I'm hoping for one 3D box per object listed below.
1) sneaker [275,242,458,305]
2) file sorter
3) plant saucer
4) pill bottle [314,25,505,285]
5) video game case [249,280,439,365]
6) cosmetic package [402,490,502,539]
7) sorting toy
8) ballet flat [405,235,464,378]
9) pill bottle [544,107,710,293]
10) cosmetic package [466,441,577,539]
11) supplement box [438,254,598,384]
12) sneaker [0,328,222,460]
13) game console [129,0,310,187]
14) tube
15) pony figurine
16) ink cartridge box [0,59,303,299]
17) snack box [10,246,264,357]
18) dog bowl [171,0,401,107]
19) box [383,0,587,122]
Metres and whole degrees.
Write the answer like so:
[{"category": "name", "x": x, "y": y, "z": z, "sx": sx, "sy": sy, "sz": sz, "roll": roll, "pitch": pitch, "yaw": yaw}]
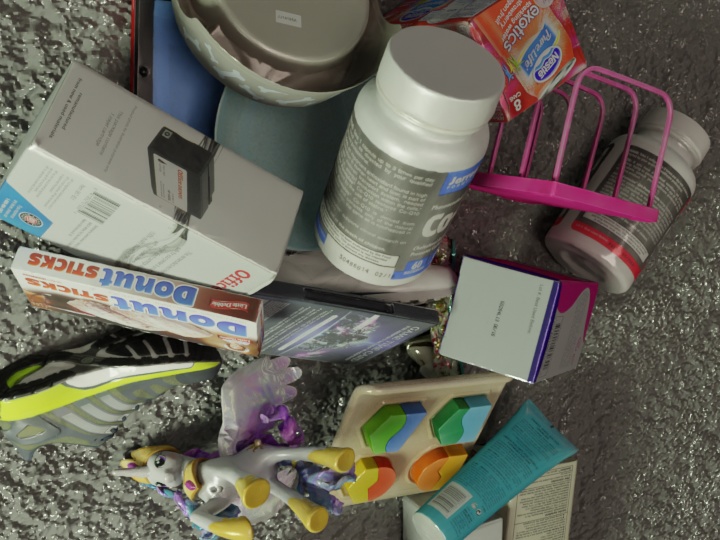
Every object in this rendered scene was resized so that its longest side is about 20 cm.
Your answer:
[{"category": "sneaker", "x": 0.000, "y": 0.000, "z": 0.891, "sx": 0.199, "sy": 0.076, "sz": 0.081, "roll": -1, "pitch": 78, "yaw": -15}, {"category": "file sorter", "x": 0.185, "y": -0.131, "z": 0.914, "sx": 0.138, "sy": 0.200, "sz": 0.126, "roll": 10, "pitch": 94, "yaw": -32}, {"category": "plant saucer", "x": -0.052, "y": -0.120, "z": 0.845, "sx": 0.200, "sy": 0.039, "sz": 0.202, "roll": -9, "pitch": 106, "yaw": -35}, {"category": "pill bottle", "x": 0.038, "y": -0.092, "z": 0.764, "sx": 0.113, "sy": 0.114, "sz": 0.200, "roll": -10, "pitch": 143, "yaw": -28}, {"category": "video game case", "x": -0.048, "y": 0.052, "z": 0.862, "sx": 0.199, "sy": 0.143, "sz": 0.019, "roll": 10, "pitch": 64, "yaw": -33}, {"category": "cosmetic package", "x": 0.101, "y": 0.356, "z": 1.041, "sx": 0.071, "sy": 0.101, "sz": 0.201, "roll": -9, "pitch": 107, "yaw": -29}, {"category": "sorting toy", "x": 0.052, "y": 0.182, "z": 0.952, "sx": 0.184, "sy": 0.037, "sz": 0.200, "roll": -2, "pitch": 133, "yaw": -31}, {"category": "ballet flat", "x": 0.076, "y": 0.057, "z": 0.983, "sx": 0.064, "sy": 0.076, "sz": 0.201, "roll": -6, "pitch": 103, "yaw": 3}, {"category": "pill bottle", "x": 0.307, "y": -0.083, "z": 1.049, "sx": 0.111, "sy": 0.111, "sz": 0.200, "roll": 41, "pitch": 80, "yaw": -31}, {"category": "cosmetic package", "x": 0.180, "y": 0.306, "z": 1.083, "sx": 0.103, "sy": 0.087, "sz": 0.201, "roll": -2, "pitch": 102, "yaw": -32}, {"category": "supplement box", "x": 0.169, "y": 0.047, "z": 0.952, "sx": 0.200, "sy": 0.103, "sz": 0.102, "roll": 5, "pitch": 100, "yaw": -64}, {"category": "sneaker", "x": -0.218, "y": 0.105, "z": 0.807, "sx": 0.199, "sy": 0.074, "sz": 0.081, "roll": -12, "pitch": 120, "yaw": -11}, {"category": "game console", "x": -0.119, "y": -0.172, "z": 0.822, "sx": 0.176, "sy": 0.031, "sz": 0.201, "roll": -2, "pitch": 104, "yaw": -30}, {"category": "tube", "x": 0.142, "y": 0.218, "z": 0.982, "sx": 0.200, "sy": 0.077, "sz": 0.050, "roll": -33, "pitch": 161, "yaw": -28}, {"category": "pony figurine", "x": -0.100, "y": 0.177, "z": 0.846, "sx": 0.193, "sy": 0.199, "sz": 0.167, "roll": -10, "pitch": 101, "yaw": -44}, {"category": "ink cartridge box", "x": -0.168, "y": -0.054, "z": 0.727, "sx": 0.200, "sy": 0.145, "sz": 0.084, "roll": 29, "pitch": 60, "yaw": -23}, {"category": "snack box", "x": -0.177, "y": 0.026, "z": 0.755, "sx": 0.199, "sy": 0.072, "sz": 0.024, "roll": 12, "pitch": 62, "yaw": 1}, {"category": "dog bowl", "x": -0.065, "y": -0.226, "z": 0.766, "sx": 0.199, "sy": 0.059, "sz": 0.201, "roll": 9, "pitch": 69, "yaw": -24}, {"category": "box", "x": 0.093, "y": -0.200, "z": 0.839, "sx": 0.100, "sy": 0.200, "sz": 0.096, "roll": -36, "pitch": 114, "yaw": -19}]
